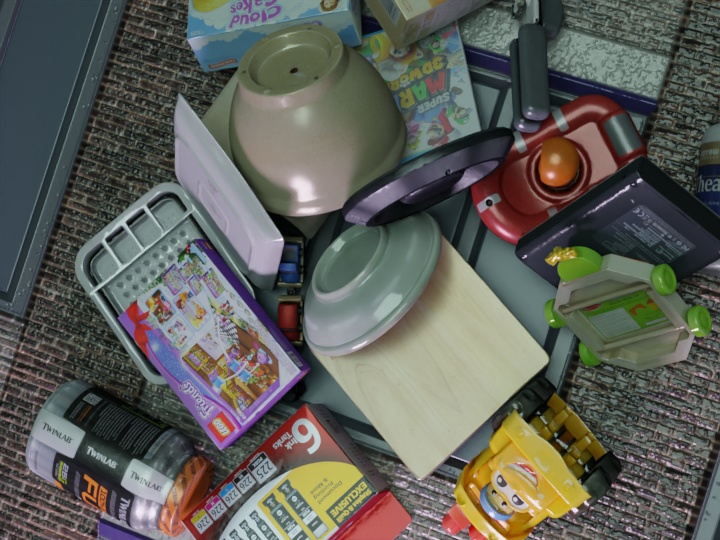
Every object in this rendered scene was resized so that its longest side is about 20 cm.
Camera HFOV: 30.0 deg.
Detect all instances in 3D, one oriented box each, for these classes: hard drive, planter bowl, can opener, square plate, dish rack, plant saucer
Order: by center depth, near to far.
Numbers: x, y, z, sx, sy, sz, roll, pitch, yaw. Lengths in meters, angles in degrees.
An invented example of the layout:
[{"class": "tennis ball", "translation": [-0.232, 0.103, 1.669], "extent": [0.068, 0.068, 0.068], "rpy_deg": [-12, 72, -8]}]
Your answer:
[{"class": "hard drive", "translation": [0.275, -0.027, 1.412], "extent": [0.139, 0.200, 0.033], "rpy_deg": [35, 51, -16]}, {"class": "planter bowl", "translation": [-0.058, -0.178, 1.454], "extent": [0.197, 0.136, 0.202], "rpy_deg": [-10, 44, 10]}, {"class": "plant saucer", "translation": [0.000, 0.000, 1.488], "extent": [0.200, 0.200, 0.050], "rpy_deg": [-43, 118, 6]}, {"class": "can opener", "translation": [0.197, -0.247, 1.491], "extent": [0.065, 0.053, 0.203], "rpy_deg": [10, 62, -9]}, {"class": "square plate", "translation": [-0.157, -0.078, 1.509], "extent": [0.028, 0.198, 0.201], "rpy_deg": [-34, 80, -15]}, {"class": "dish rack", "translation": [-0.230, 0.017, 1.610], "extent": [0.171, 0.044, 0.201], "rpy_deg": [-38, 78, 6]}]

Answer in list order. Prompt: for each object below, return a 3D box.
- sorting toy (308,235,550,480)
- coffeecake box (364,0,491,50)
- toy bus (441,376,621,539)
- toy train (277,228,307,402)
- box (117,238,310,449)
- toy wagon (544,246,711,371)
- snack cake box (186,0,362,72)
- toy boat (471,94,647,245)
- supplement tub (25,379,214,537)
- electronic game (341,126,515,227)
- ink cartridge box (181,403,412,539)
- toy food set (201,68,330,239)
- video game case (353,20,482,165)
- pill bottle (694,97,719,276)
[{"class": "sorting toy", "translation": [0.081, 0.094, 1.517], "extent": [0.199, 0.070, 0.200], "rpy_deg": [-43, 77, 6]}, {"class": "coffeecake box", "translation": [0.088, -0.368, 1.519], "extent": [0.198, 0.073, 0.155], "rpy_deg": [-30, 78, -17]}, {"class": "toy bus", "translation": [0.162, 0.226, 1.427], "extent": [0.192, 0.200, 0.136], "rpy_deg": [-43, 81, 13]}, {"class": "toy train", "translation": [-0.082, 0.054, 1.552], "extent": [0.034, 0.046, 0.203], "rpy_deg": [3, 98, 14]}, {"class": "box", "translation": [-0.169, 0.083, 1.541], "extent": [0.137, 0.039, 0.201], "rpy_deg": [-43, 78, 14]}, {"class": "toy wagon", "translation": [0.270, 0.033, 1.426], "extent": [0.154, 0.200, 0.040], "rpy_deg": [-20, 35, 41]}, {"class": "snack cake box", "translation": [-0.100, -0.313, 1.580], "extent": [0.197, 0.067, 0.116], "rpy_deg": [-8, 59, 11]}, {"class": "toy boat", "translation": [0.215, -0.112, 1.474], "extent": [0.198, 0.131, 0.132], "rpy_deg": [-28, 79, 9]}, {"class": "supplement tub", "translation": [-0.277, 0.221, 1.561], "extent": [0.198, 0.122, 0.124], "rpy_deg": [25, 90, 14]}, {"class": "electronic game", "translation": [0.071, -0.099, 1.409], "extent": [0.198, 0.200, 0.042], "rpy_deg": [-27, 83, 9]}, {"class": "ink cartridge box", "translation": [-0.069, 0.283, 1.527], "extent": [0.200, 0.084, 0.176], "rpy_deg": [-44, 78, 5]}, {"class": "toy food set", "translation": [-0.098, -0.150, 1.594], "extent": [0.199, 0.060, 0.144], "rpy_deg": [34, 81, 12]}, {"class": "video game case", "translation": [0.059, -0.198, 1.542], "extent": [0.141, 0.018, 0.203], "rpy_deg": [-15, 62, 11]}, {"class": "pill bottle", "translation": [0.415, -0.094, 1.436], "extent": [0.109, 0.111, 0.203], "rpy_deg": [7, 86, 13]}]
